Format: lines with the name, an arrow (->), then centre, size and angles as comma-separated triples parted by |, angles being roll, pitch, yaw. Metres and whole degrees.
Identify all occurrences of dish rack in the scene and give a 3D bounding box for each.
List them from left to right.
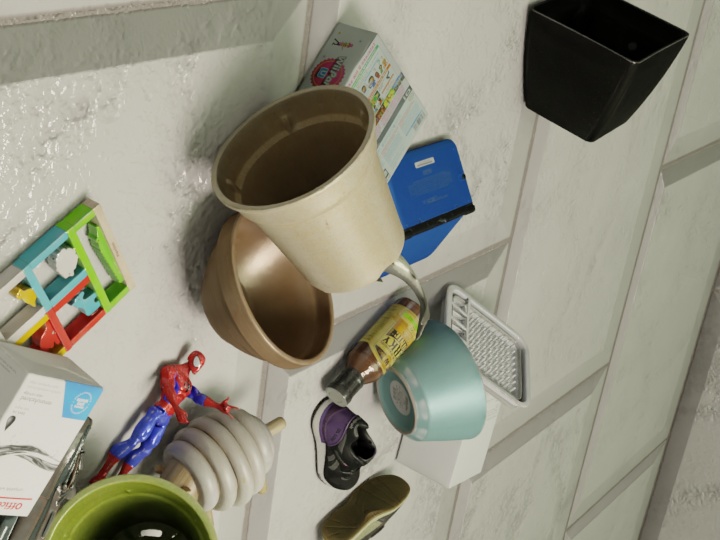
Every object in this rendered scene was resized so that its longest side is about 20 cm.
dish rack -> 0.200, 0.133, 1.949 | 0.200, 0.044, 0.172 | 36, 35, -23

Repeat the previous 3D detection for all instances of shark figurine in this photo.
shark figurine -> 0.019, -0.002, 1.645 | 0.214, 0.089, 0.128 | 31, 58, -18

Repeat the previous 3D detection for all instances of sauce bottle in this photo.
sauce bottle -> 0.023, 0.126, 1.779 | 0.200, 0.065, 0.065 | -48, 145, -29

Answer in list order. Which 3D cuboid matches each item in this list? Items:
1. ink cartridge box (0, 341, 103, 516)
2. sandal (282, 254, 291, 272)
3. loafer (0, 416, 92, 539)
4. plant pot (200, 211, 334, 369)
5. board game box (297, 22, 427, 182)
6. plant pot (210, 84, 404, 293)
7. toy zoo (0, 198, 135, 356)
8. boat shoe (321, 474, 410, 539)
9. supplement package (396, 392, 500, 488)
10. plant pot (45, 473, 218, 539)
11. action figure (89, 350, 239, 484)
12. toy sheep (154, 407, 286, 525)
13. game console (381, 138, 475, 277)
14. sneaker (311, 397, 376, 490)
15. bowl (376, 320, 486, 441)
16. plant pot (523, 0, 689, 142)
ink cartridge box -> -0.362, 0.179, 1.181 | 0.200, 0.067, 0.116 | -59, 150, 4
sandal -> -0.093, -0.003, 1.520 | 0.075, 0.048, 0.200 | -7, 118, -56
loafer -> -0.340, 0.242, 1.268 | 0.063, 0.072, 0.200 | 33, 89, -23
plant pot -> -0.125, 0.029, 1.410 | 0.201, 0.093, 0.201 | 39, 41, -43
board game box -> -0.002, -0.199, 1.511 | 0.148, 0.064, 0.200 | -60, 151, -11
plant pot -> -0.043, -0.079, 1.360 | 0.200, 0.200, 0.184 | -51, 135, -23
toy zoo -> -0.324, 0.035, 1.209 | 0.200, 0.020, 0.131 | -48, 145, -28
boat shoe -> 0.005, 0.410, 1.953 | 0.201, 0.072, 0.066 | -31, 145, -44
supplement package -> 0.159, 0.253, 2.030 | 0.117, 0.117, 0.200 | -11, 120, -56
plant pot -> -0.258, 0.349, 1.369 | 0.200, 0.200, 0.190 | -57, 174, -16
action figure -> -0.227, 0.191, 1.404 | 0.200, 0.099, 0.065 | -61, 151, -13
toy sheep -> -0.174, 0.241, 1.485 | 0.200, 0.138, 0.138 | -33, 137, -37
game console -> 0.067, -0.087, 1.744 | 0.200, 0.118, 0.171 | -23, 98, -50
sneaker -> -0.017, 0.286, 1.804 | 0.076, 0.088, 0.200 | -47, 146, -29
bowl -> 0.097, 0.188, 1.845 | 0.105, 0.201, 0.201 | -19, 129, -26
plant pot -> 0.378, -0.327, 1.909 | 0.200, 0.199, 0.177 | -30, 145, -46
